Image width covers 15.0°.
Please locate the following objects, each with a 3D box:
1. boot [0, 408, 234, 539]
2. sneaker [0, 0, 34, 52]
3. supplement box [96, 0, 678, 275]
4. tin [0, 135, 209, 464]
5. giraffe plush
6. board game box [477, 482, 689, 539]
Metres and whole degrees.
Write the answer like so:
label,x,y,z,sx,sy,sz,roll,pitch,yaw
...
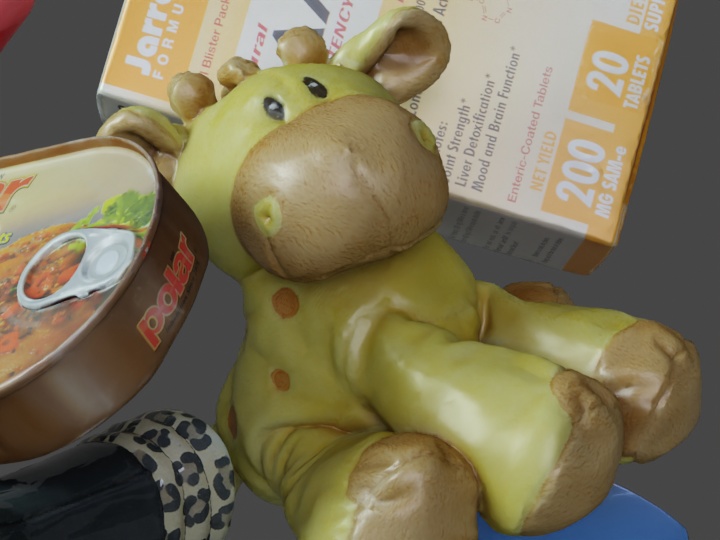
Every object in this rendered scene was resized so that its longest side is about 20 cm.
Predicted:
label,x,y,z,sx,sy,sz,roll,pitch,yaw
boot,-0.136,0.128,0.916,0.153,0.204,0.074,-21,68,-40
sneaker,-0.165,-0.014,1.016,0.115,0.078,0.200,42,94,-5
supplement box,0.013,-0.089,1.028,0.199,0.074,0.127,16,80,-1
tin,-0.134,0.015,0.900,0.042,0.199,0.112,45,51,-36
giraffe plush,0.000,0.000,0.936,0.172,0.199,0.163,-29,109,-41
board game box,0.054,0.165,1.007,0.157,0.039,0.201,-13,97,1
